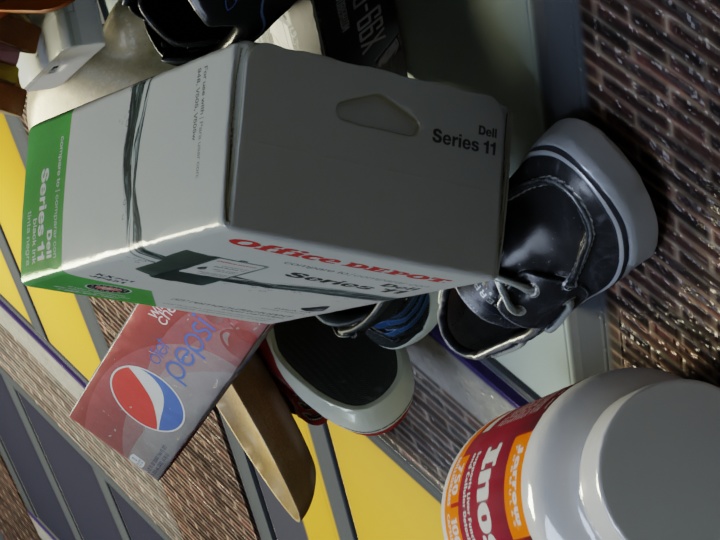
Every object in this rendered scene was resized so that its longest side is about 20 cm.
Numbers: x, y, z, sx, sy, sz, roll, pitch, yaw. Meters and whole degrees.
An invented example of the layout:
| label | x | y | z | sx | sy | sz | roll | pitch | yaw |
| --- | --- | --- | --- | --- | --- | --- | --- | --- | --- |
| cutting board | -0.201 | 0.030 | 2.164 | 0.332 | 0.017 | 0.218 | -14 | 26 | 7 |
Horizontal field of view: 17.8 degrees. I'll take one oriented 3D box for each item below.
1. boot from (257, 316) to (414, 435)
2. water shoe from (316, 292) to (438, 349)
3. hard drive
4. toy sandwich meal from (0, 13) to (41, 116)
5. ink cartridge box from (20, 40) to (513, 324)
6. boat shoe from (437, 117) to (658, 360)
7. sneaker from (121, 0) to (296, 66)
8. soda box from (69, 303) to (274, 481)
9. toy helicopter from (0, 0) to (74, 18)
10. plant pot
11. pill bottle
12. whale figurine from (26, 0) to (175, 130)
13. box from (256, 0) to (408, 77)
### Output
| label | x | y | z | sx | sy | sz | roll | pitch | yaw |
| --- | --- | --- | --- | --- | --- | --- | --- | --- | --- |
| boot | -0.017 | 0.065 | 1.403 | 0.200 | 0.072 | 0.145 | 45 | 162 | 46 |
| water shoe | 0.000 | 0.000 | 1.223 | 0.072 | 0.079 | 0.200 | 47 | 161 | 15 |
| hard drive | -0.177 | -0.205 | 1.223 | 0.132 | 0.026 | 0.201 | 162 | 97 | -71 |
| toy sandwich meal | -0.256 | -0.117 | 1.180 | 0.205 | 0.204 | 0.071 | 167 | 110 | -70 |
| ink cartridge box | -0.046 | -0.034 | 1.045 | 0.200 | 0.146 | 0.084 | -13 | 70 | 57 |
| boat shoe | 0.076 | -0.005 | 1.051 | 0.072 | 0.068 | 0.200 | 50 | 161 | 5 |
| sneaker | -0.075 | -0.125 | 1.020 | 0.070 | 0.078 | 0.200 | 54 | 160 | -7 |
| soda box | -0.094 | 0.035 | 1.293 | 0.070 | 0.063 | 0.200 | 37 | 140 | 0 |
| toy helicopter | -0.190 | -0.165 | 1.025 | 0.133 | 0.079 | 0.200 | 60 | 160 | -13 |
| plant pot | -0.080 | 0.067 | 1.459 | 0.200 | 0.027 | 0.200 | 57 | 170 | 15 |
| pill bottle | 0.117 | 0.107 | 1.090 | 0.113 | 0.113 | 0.200 | 52 | 161 | 0 |
| whale figurine | -0.095 | -0.085 | 1.303 | 0.199 | 0.104 | 0.160 | -5 | 110 | 41 |
| box | -0.066 | -0.175 | 1.107 | 0.200 | 0.050 | 0.158 | 39 | 156 | 32 |
